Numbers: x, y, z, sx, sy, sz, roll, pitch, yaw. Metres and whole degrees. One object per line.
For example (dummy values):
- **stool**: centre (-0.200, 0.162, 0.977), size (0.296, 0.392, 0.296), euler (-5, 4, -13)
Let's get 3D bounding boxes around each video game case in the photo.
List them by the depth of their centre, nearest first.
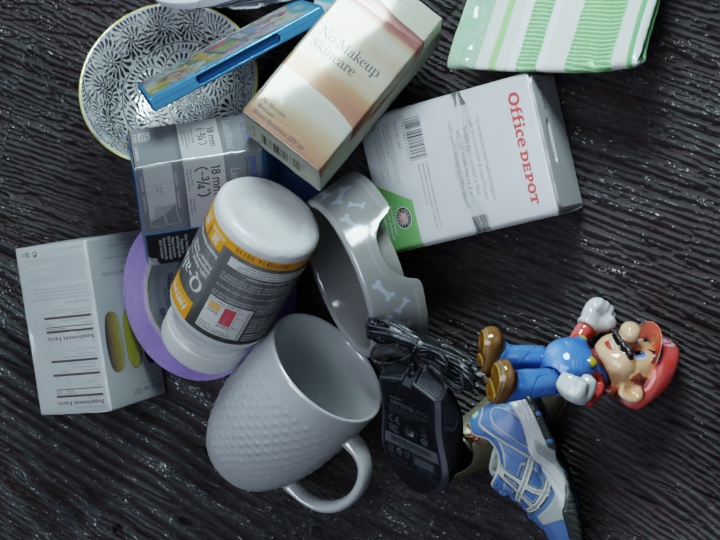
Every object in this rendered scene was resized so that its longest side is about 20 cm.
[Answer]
- **video game case**: centre (-0.138, -0.228, 1.525), size (0.199, 0.143, 0.018), euler (-29, 107, -5)

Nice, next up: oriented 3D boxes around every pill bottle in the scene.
- **pill bottle**: centre (-0.131, 0.009, 1.523), size (0.116, 0.116, 0.200), euler (44, 127, 16)

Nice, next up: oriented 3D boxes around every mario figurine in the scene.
- **mario figurine**: centre (0.219, 0.077, 1.424), size (0.199, 0.106, 0.124), euler (-1, 72, -14)

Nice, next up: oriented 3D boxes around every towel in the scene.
- **towel**: centre (0.195, -0.261, 1.430), size (0.199, 0.023, 0.153), euler (7, 67, 27)

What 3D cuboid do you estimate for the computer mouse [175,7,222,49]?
- **computer mouse**: centre (-0.232, -0.266, 1.689), size (0.200, 0.034, 0.059), euler (-41, 78, 26)

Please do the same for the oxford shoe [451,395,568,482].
- **oxford shoe**: centre (0.142, 0.166, 1.524), size (0.200, 0.075, 0.071), euler (-45, 76, 25)

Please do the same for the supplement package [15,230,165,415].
- **supplement package**: centre (-0.319, 0.062, 1.732), size (0.109, 0.114, 0.201), euler (-6, 95, 29)

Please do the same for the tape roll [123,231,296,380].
- **tape roll**: centre (-0.175, 0.023, 1.678), size (0.199, 0.066, 0.201), euler (3, 97, 28)

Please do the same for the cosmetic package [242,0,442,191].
- **cosmetic package**: centre (-0.018, -0.193, 1.459), size (0.103, 0.087, 0.200), euler (36, 80, 5)

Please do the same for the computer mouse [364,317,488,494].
- **computer mouse**: centre (0.070, 0.138, 1.468), size (0.138, 0.053, 0.201), euler (25, 133, 31)

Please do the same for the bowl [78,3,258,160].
- **bowl**: centre (-0.207, -0.190, 1.633), size (0.200, 0.094, 0.202), euler (-2, 69, 5)

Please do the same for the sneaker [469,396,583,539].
- **sneaker**: centre (0.174, 0.211, 1.490), size (0.077, 0.076, 0.201), euler (-20, 105, 9)

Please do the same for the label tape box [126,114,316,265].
- **label tape box**: centre (-0.139, -0.091, 1.550), size (0.145, 0.199, 0.063), euler (89, 167, -46)

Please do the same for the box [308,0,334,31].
- **box**: centre (-0.010, -0.258, 1.564), size (0.082, 0.049, 0.201), euler (17, 104, 25)

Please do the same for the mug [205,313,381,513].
- **mug**: centre (-0.069, 0.177, 1.600), size (0.200, 0.148, 0.175), euler (48, 120, 8)

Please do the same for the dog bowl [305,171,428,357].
- **dog bowl**: centre (0.000, 0.000, 1.524), size (0.058, 0.200, 0.201), euler (-21, 85, -15)

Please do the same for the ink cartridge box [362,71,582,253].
- **ink cartridge box**: centre (0.114, -0.110, 1.498), size (0.199, 0.084, 0.147), euler (-12, 91, 28)

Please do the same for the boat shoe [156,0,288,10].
- **boat shoe**: centre (-0.131, -0.315, 1.599), size (0.199, 0.068, 0.072), euler (-10, 63, 14)
